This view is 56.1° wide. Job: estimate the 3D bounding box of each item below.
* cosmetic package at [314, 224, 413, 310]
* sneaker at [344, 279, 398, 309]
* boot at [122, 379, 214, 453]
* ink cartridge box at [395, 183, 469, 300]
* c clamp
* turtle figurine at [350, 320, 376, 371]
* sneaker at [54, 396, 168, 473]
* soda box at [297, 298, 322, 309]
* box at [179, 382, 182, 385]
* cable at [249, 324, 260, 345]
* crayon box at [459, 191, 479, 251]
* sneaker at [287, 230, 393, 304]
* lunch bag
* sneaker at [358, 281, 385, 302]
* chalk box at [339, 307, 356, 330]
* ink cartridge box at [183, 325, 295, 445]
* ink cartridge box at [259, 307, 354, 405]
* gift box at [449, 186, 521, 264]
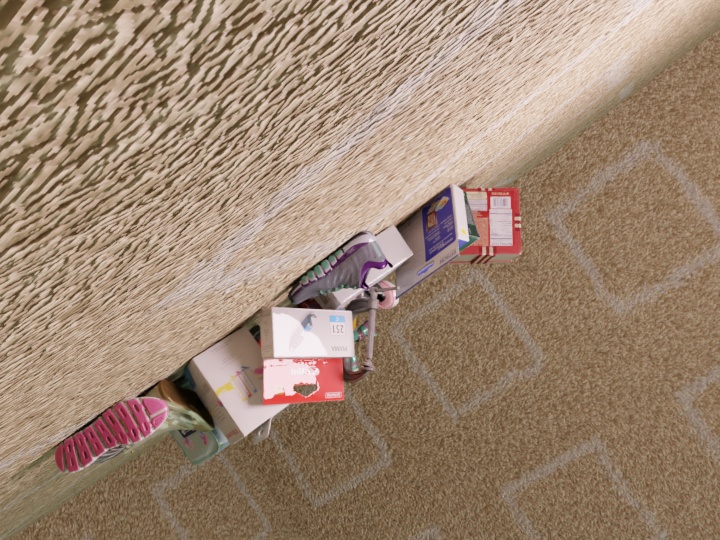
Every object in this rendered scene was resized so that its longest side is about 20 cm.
[{"bbox_3d":[0.000,0.000,1.400,0.200,0.081,0.113,-35,176,-25],"label":"cosmetic package"},{"bbox_3d":[-0.007,0.062,1.638,0.200,0.076,0.104,12,-156,43],"label":"sneaker"},{"bbox_3d":[-0.385,0.295,1.304,0.154,0.072,0.200,-34,147,1],"label":"boot"},{"bbox_3d":[0.149,-0.054,1.447,0.197,0.047,0.201,-38,-140,39],"label":"ink cartridge box"},{"bbox_3d":[0.005,0.129,1.359,0.027,0.201,0.171,13,171,-35],"label":"c clamp"},{"bbox_3d":[-0.054,0.173,1.557,0.200,0.150,0.101,-42,166,-45],"label":"turtle figurine"},{"bbox_3d":[-0.416,0.273,1.155,0.199,0.074,0.087,-31,175,-2],"label":"sneaker"},{"bbox_3d":[-0.087,0.072,1.557,0.063,0.070,0.200,-32,176,-21],"label":"soda box"},{"bbox_3d":[-0.376,0.263,1.577,0.200,0.041,0.156,-34,175,-12],"label":"box"},{"bbox_3d":[-0.226,0.155,1.502,0.097,0.050,0.200,-38,178,-24],"label":"cable"},{"bbox_3d":[0.172,-0.079,1.540,0.051,0.126,0.200,10,145,-36],"label":"crayon box"},{"bbox_3d":[-0.039,0.018,1.211,0.200,0.088,0.074,-37,176,18],"label":"sneaker"},{"bbox_3d":[-0.323,0.296,1.449,0.200,0.171,0.122,-35,-174,-8],"label":"lunch bag"},{"bbox_3d":[0.030,0.018,1.580,0.075,0.116,0.200,-39,175,38],"label":"sneaker"},{"bbox_3d":[-0.078,0.155,1.715,0.125,0.123,0.201,105,-8,-57],"label":"chalk box"},{"bbox_3d":[-0.231,0.235,1.315,0.125,0.200,0.129,-33,176,-29],"label":"ink cartridge box"},{"bbox_3d":[-0.097,0.164,1.298,0.199,0.177,0.045,5,167,-41],"label":"ink cartridge box"},{"bbox_3d":[0.300,-0.117,1.643,0.184,0.201,0.187,4,173,2],"label":"gift box"}]
